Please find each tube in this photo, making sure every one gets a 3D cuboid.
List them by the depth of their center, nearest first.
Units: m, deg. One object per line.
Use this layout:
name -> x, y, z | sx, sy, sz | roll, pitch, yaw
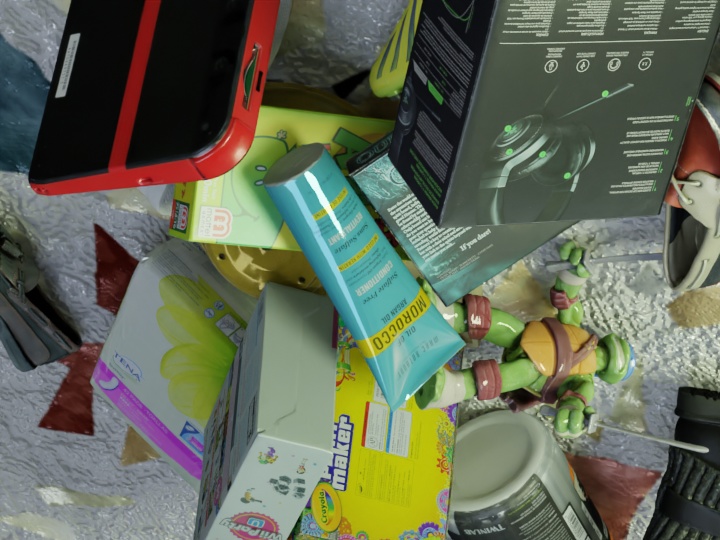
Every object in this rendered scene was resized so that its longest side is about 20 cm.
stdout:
tube -> 0.001, 0.002, 1.388 | 0.200, 0.077, 0.050 | 57, 164, -24

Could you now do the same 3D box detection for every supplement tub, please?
supplement tub -> 0.148, 0.228, 1.688 | 0.122, 0.123, 0.200 | -9, 130, 30

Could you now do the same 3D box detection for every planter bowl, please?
planter bowl -> -0.061, -0.038, 1.498 | 0.200, 0.084, 0.201 | 9, 123, 14

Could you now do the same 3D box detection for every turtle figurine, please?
turtle figurine -> 0.144, 0.050, 1.476 | 0.193, 0.200, 0.145 | 2, 98, -19

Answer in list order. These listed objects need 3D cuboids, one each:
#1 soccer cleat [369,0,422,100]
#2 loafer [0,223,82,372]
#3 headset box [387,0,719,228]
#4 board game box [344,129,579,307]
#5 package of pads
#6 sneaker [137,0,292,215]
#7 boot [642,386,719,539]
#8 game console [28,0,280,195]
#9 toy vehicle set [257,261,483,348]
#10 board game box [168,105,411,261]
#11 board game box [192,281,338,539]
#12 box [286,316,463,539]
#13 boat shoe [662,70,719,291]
soccer cleat -> 0.061, -0.191, 1.351 | 0.084, 0.065, 0.200 | 55, 139, 5
loafer -> -0.300, 0.010, 1.702 | 0.063, 0.072, 0.200 | -11, 139, 5
headset box -> 0.126, -0.125, 1.264 | 0.174, 0.093, 0.201 | -5, 126, -24
board game box -> 0.107, -0.079, 1.386 | 0.200, 0.028, 0.135 | -33, 117, 9
package of pads -> -0.145, 0.078, 1.660 | 0.154, 0.068, 0.200 | 44, 139, 13
sneaker -> -0.138, -0.155, 1.446 | 0.116, 0.074, 0.200 | 42, 114, 23
boot -> 0.335, 0.188, 1.545 | 0.210, 0.079, 0.158 | 11, 93, 23
game console -> -0.142, -0.148, 1.366 | 0.176, 0.201, 0.031 | -7, 150, 30
toy vehicle set -> 0.000, 0.000, 1.584 | 0.199, 0.027, 0.125 | 8, 136, 15
board game box -> -0.034, -0.065, 1.411 | 0.199, 0.102, 0.048 | 5, -175, -25
board game box -> -0.075, 0.131, 1.495 | 0.064, 0.148, 0.200 | 14, 137, -12
box -> -0.010, 0.171, 1.602 | 0.122, 0.201, 0.193 | 15, 148, -13
boat shoe -> 0.243, -0.058, 1.372 | 0.062, 0.071, 0.200 | -25, 143, -8
